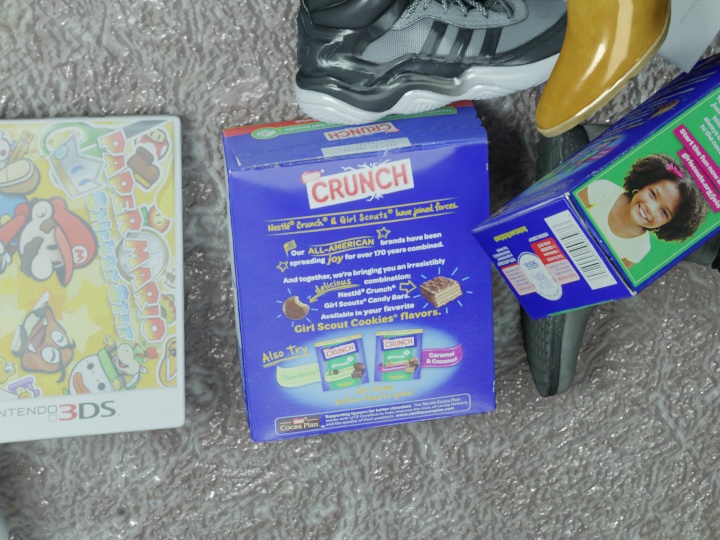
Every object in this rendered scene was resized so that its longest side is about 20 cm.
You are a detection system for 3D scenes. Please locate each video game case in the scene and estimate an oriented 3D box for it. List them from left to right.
[{"bbox_3d":[-0.197,0.005,1.366,0.181,0.023,0.201,-3,97,-25],"label":"video game case"}]

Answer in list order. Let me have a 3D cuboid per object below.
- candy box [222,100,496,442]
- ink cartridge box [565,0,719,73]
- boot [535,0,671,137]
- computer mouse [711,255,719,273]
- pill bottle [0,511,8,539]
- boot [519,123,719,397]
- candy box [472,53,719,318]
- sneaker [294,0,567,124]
[{"bbox_3d":[0.000,0.000,1.432,0.169,0.077,0.201,-7,118,-7],"label":"candy box"},{"bbox_3d":[0.123,-0.218,1.308,0.200,0.145,0.088,26,109,-22],"label":"ink cartridge box"},{"bbox_3d":[0.119,-0.187,1.209,0.144,0.071,0.201,35,102,-18],"label":"boot"},{"bbox_3d":[0.306,-0.057,1.408,0.046,0.140,0.200,44,86,5],"label":"computer mouse"},{"bbox_3d":[-0.312,0.114,1.402,0.113,0.113,0.200,-25,118,2],"label":"pill bottle"},{"bbox_3d":[0.181,-0.006,1.471,0.131,0.070,0.201,-1,116,-14],"label":"boot"},{"bbox_3d":[0.187,-0.060,1.329,0.200,0.169,0.077,-37,95,-16],"label":"candy box"},{"bbox_3d":[0.049,-0.165,1.358,0.199,0.076,0.114,-14,121,-2],"label":"sneaker"}]
